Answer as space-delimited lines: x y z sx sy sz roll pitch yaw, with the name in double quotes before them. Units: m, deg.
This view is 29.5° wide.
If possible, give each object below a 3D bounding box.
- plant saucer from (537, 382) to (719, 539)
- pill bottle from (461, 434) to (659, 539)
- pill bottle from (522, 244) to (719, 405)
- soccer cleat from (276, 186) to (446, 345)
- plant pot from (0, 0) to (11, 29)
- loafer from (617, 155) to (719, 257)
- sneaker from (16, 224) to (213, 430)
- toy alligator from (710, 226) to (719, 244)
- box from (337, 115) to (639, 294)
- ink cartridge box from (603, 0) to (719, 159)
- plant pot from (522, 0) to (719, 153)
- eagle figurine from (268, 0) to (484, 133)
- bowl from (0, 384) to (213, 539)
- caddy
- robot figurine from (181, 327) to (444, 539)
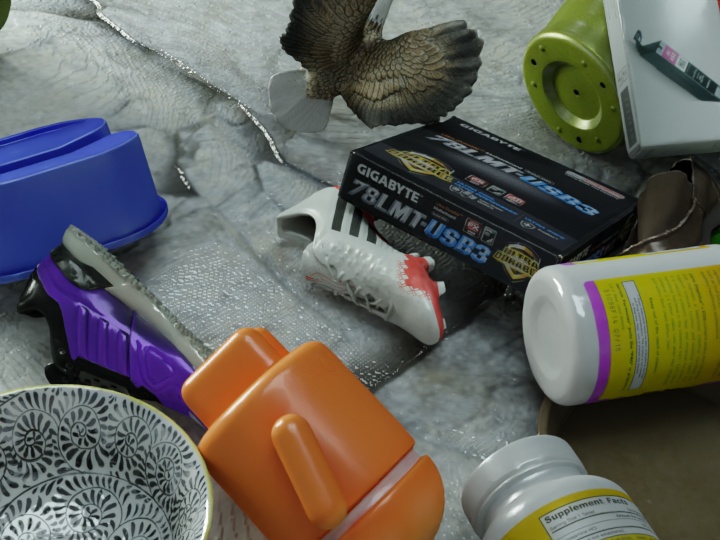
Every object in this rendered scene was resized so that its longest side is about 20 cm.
"plant saucer" 0.227 0.137 1.004 0.200 0.030 0.200 4 42 -4
"pill bottle" 0.143 0.203 0.856 0.112 0.113 0.200 -12 44 -20
"pill bottle" 0.230 0.037 1.018 0.200 0.104 0.104 -7 43 -15
"soccer cleat" 0.000 0.000 1.104 0.085 0.069 0.200 -19 44 -19
"plant pot" -0.420 -0.240 1.243 0.200 0.200 0.190 19 32 14
"loafer" 0.252 -0.043 1.148 0.071 0.073 0.200 59 31 -4
"sneaker" -0.174 0.068 1.006 0.200 0.070 0.100 44 87 12
"toy alligator" 0.351 -0.032 1.195 0.200 0.059 0.054 -34 95 -36
"box" 0.114 -0.060 1.155 0.200 0.050 0.198 28 28 21
"ink cartridge box" 0.307 -0.204 1.197 0.173 0.044 0.200 -6 80 -6
"plant pot" 0.263 -0.213 1.299 0.193 0.201 0.200 -36 56 -24
"eagle figurine" 0.003 -0.202 1.224 0.152 0.151 0.200 -6 7 -17
"bowl" -0.193 0.175 0.856 0.200 0.094 0.201 4 42 -4
"caddy" -0.253 -0.046 1.094 0.200 0.105 0.141 -21 26 -27
"robot figurine" -0.027 0.128 0.891 0.200 0.144 0.117 46 55 6
